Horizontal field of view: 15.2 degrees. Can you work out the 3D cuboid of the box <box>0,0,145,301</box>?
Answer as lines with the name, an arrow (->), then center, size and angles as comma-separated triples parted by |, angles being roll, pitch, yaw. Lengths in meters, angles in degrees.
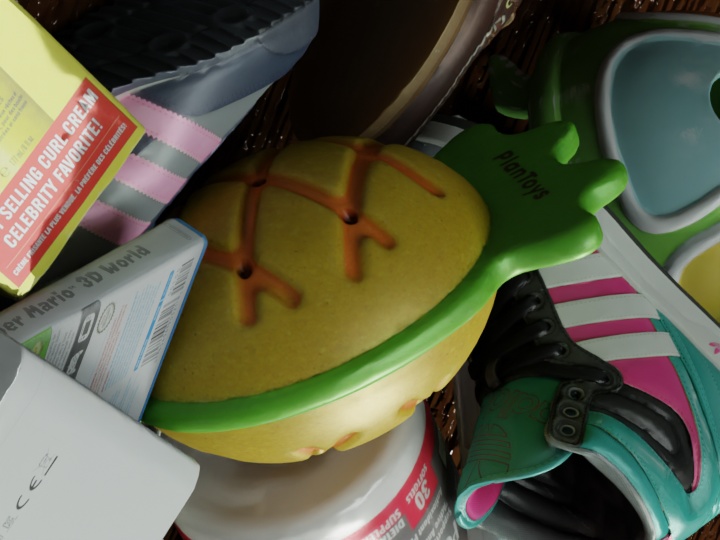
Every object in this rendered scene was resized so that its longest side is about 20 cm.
box -> -0.158, -0.078, 0.809 | 0.200, 0.050, 0.075 | 46, 73, -35

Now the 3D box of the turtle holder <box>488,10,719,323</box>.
turtle holder -> 0.136, -0.026, 1.128 | 0.141, 0.131, 0.186 | 57, 28, -37

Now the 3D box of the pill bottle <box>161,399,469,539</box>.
pill bottle -> -0.003, 0.120, 1.106 | 0.111, 0.111, 0.200 | -48, 140, -22

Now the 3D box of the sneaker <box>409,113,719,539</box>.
sneaker -> 0.061, 0.039, 1.042 | 0.121, 0.200, 0.084 | -47, 178, -39

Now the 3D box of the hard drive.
hard drive -> -0.118, 0.095, 0.844 | 0.132, 0.027, 0.200 | -57, 163, -5

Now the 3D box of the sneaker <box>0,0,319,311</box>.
sneaker -> -0.091, -0.035, 0.946 | 0.200, 0.070, 0.082 | -34, 128, -24

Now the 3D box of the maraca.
maraca -> 0.000, 0.000, 0.978 | 0.200, 0.137, 0.107 | -27, 122, -8

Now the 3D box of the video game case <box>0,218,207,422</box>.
video game case -> -0.127, 0.072, 0.856 | 0.200, 0.018, 0.143 | -33, 151, -56

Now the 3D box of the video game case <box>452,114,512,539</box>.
video game case -> 0.077, 0.049, 1.148 | 0.143, 0.017, 0.201 | 31, 48, -54

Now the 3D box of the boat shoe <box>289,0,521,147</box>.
boat shoe -> 0.042, -0.125, 1.057 | 0.070, 0.070, 0.200 | 33, 83, -49

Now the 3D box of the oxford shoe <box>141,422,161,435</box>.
oxford shoe -> -0.114, 0.124, 1.017 | 0.075, 0.058, 0.201 | -15, 122, -48
